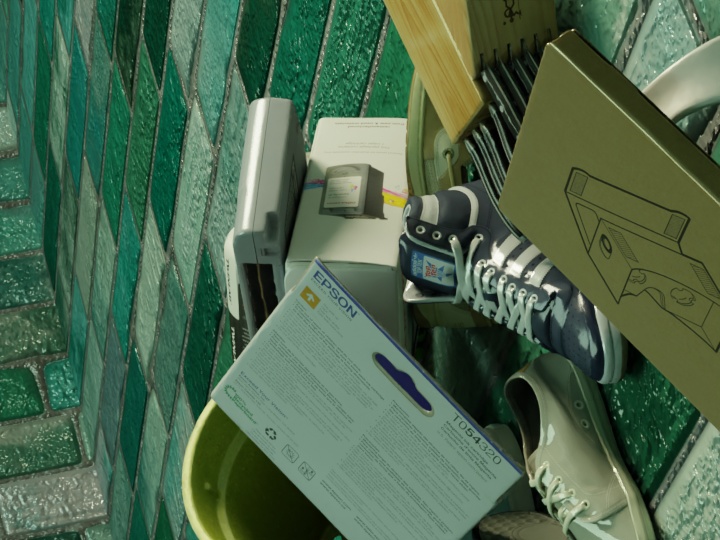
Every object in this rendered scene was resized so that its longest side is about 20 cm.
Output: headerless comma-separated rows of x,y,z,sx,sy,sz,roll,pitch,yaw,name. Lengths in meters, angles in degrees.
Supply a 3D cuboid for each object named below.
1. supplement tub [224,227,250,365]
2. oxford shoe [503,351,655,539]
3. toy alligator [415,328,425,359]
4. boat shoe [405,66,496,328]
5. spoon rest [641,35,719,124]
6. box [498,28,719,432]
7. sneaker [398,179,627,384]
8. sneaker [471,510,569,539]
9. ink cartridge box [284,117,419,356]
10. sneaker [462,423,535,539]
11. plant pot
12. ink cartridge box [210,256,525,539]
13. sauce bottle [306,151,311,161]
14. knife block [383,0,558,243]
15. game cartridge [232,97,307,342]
-0.050,0.058,2.027,0.123,0.121,0.202,-130,34,-62,supplement tub
0.140,0.141,1.506,0.075,0.057,0.201,108,147,-56,oxford shoe
0.028,0.067,1.888,0.054,0.059,0.202,4,108,33,toy alligator
0.066,-0.059,1.669,0.073,0.062,0.203,-45,-45,-78,boat shoe
0.163,-0.056,1.286,0.200,0.060,0.100,108,149,-58,spoon rest
0.157,-0.012,1.248,0.200,0.021,0.164,45,153,18,box
0.090,0.011,1.505,0.200,0.108,0.071,-118,23,-49,sneaker
0.127,0.258,1.587,0.202,0.076,0.148,-132,38,-61,sneaker
0.000,0.000,1.732,0.201,0.085,0.149,-81,-10,-55,ink cartridge box
0.089,0.212,1.687,0.074,0.081,0.202,113,144,-65,sneaker
-0.011,0.183,1.824,0.185,0.199,0.201,57,-172,-50,plant pot
0.010,0.100,1.599,0.196,0.043,0.200,46,140,5,ink cartridge box
-0.024,0.003,1.908,0.065,0.064,0.202,-131,27,-62,sauce bottle
0.077,-0.123,1.496,0.200,0.064,0.177,39,142,53,knife block
-0.060,-0.026,1.708,0.201,0.041,0.134,84,-174,-56,game cartridge
